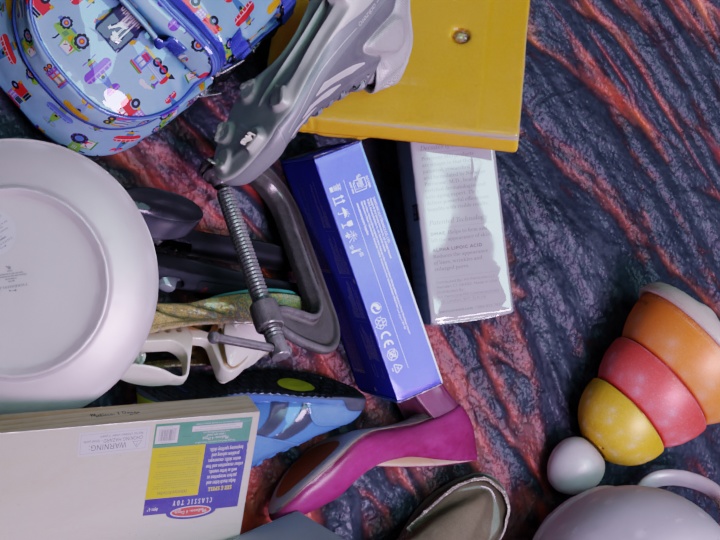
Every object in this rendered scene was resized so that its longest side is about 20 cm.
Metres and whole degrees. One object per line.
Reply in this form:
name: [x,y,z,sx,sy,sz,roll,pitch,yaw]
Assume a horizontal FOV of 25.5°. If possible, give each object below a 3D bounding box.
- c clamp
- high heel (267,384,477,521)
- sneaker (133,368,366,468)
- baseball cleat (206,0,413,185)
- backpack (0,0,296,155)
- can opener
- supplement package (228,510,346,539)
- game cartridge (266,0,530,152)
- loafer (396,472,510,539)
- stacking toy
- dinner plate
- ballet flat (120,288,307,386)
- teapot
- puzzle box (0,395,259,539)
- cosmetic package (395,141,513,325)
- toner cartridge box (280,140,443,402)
c clamp: [-0.072,-0.014,1.182,0.171,0.027,0.201,26,38,-50]
high heel: [0.016,0.164,1.275,0.200,0.067,0.096,-36,103,-28]
sneaker: [-0.088,0.122,1.223,0.199,0.066,0.079,-2,105,-34]
baseball cleat: [-0.025,-0.135,1.166,0.106,0.070,0.201,29,97,-41]
backpack: [-0.168,-0.190,1.149,0.200,0.134,0.183,-46,109,-23]
can opener: [-0.121,-0.008,1.207,0.199,0.078,0.064,21,68,-38]
supplement package: [-0.037,0.310,1.130,0.147,0.200,0.192,-19,114,-32]
game cartridge: [0.031,-0.179,1.245,0.199,0.032,0.177,5,62,5]
loafer: [0.058,0.239,1.286,0.075,0.070,0.200,49,64,-4]
stacking toy: [0.240,0.122,1.404,0.200,0.146,0.146,-41,109,-7]
dinner plate: [-0.240,0.008,1.109,0.199,0.024,0.202,0,91,-8]
ballet flat: [-0.125,0.055,1.191,0.199,0.071,0.071,-1,87,-28]
teapot: [0.212,0.252,1.351,0.200,0.146,0.198,24,104,-45]
puzzle box: [-0.175,0.158,1.136,0.199,0.025,0.134,-2,117,-26]
cosmetic package: [0.072,-0.059,1.297,0.074,0.102,0.201,-8,89,-5]
toner cartridge box: [0.000,0.000,1.256,0.043,0.095,0.201,-21,99,-16]
